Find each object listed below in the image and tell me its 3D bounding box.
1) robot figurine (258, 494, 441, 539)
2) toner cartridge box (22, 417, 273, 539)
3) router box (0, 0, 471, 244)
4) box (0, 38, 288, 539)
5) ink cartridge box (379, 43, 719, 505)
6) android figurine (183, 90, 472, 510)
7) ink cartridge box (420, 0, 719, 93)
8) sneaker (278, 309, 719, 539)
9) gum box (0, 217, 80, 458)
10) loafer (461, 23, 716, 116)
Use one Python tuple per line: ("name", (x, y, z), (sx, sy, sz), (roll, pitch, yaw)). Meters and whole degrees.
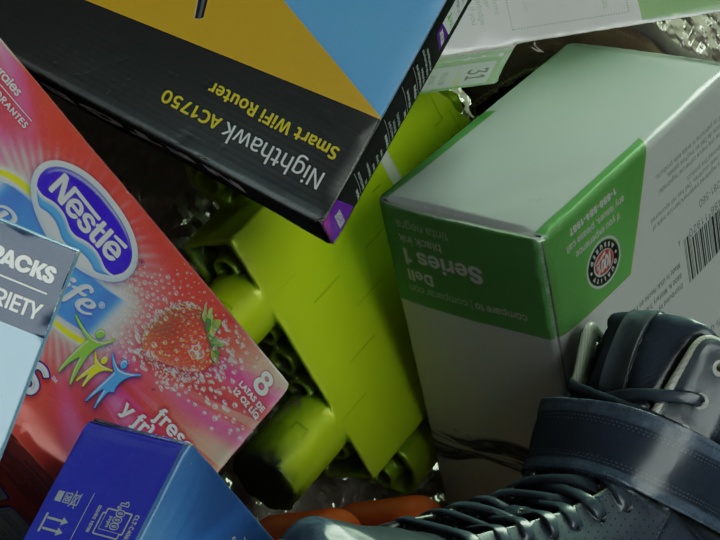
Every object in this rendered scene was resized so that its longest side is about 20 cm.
("robot figurine", (0.005, 0.190, 0.710), (0.144, 0.116, 0.201), (8, 72, -71))
("toner cartridge box", (-0.090, 0.155, 0.561), (0.200, 0.043, 0.095), (-64, 144, -25))
("router box", (-0.061, -0.122, 0.677), (0.200, 0.051, 0.149), (28, 84, 10))
("box", (-0.136, 0.006, 0.654), (0.200, 0.103, 0.095), (51, 56, -15))
("ink cartridge box", (0.097, 0.028, 0.784), (0.146, 0.084, 0.200), (-39, 130, -38))
("android figurine", (0.000, 0.000, 0.778), (0.200, 0.041, 0.182), (-50, 119, -36))
("ink cartridge box", (0.044, -0.148, 0.743), (0.199, 0.048, 0.146), (-9, 76, -10))
("sneaker", (0.059, 0.072, 0.639), (0.202, 0.077, 0.147), (25, 80, -42))
("gum box", (-0.195, 0.056, 0.531), (0.170, 0.045, 0.201), (23, 77, -16))
("loafer", (0.125, -0.071, 0.866), (0.200, 0.073, 0.071), (10, 61, -39))
